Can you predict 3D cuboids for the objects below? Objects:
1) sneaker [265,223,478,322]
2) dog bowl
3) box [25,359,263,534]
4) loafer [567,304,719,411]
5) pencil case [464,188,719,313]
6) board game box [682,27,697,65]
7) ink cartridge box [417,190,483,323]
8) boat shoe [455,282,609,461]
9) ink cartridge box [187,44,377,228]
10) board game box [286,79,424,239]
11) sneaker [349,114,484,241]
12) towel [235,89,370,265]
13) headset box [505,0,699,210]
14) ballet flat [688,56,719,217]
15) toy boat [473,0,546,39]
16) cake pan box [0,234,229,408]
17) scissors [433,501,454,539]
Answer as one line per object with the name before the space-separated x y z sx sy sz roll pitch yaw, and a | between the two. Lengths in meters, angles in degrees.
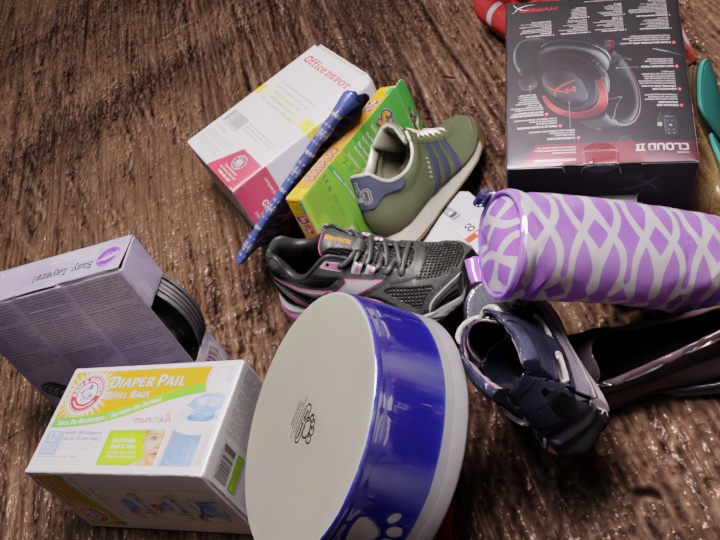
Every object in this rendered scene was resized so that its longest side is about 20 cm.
sneaker | 0.000 0.000 0.786 0.197 0.087 0.081 -9 47 25
dog bowl | -0.009 0.121 0.676 0.200 0.078 0.203 -42 38 45
box | -0.174 0.156 0.804 0.197 0.102 0.114 -6 47 27
loafer | 0.194 0.064 0.687 0.197 0.063 0.073 -14 45 21
pencil case | 0.179 -0.008 0.671 0.197 0.086 0.085 6 54 -16
board game box | 0.268 -0.230 0.912 0.103 0.019 0.202 -42 27 32
ink cartridge box | 0.037 -0.026 0.887 0.162 0.050 0.200 -38 44 -7
boat shoe | 0.106 0.045 0.674 0.075 0.092 0.200 -47 30 9
ink cartridge box | -0.080 -0.154 1.058 0.199 0.084 0.145 -39 41 -6
board game box | 0.006 -0.096 0.903 0.030 0.096 0.201 6 45 40
sneaker | 0.054 -0.112 0.881 0.067 0.090 0.201 -9 35 42
towel | -0.055 -0.098 0.929 0.201 0.024 0.145 -55 3 11
headset box | 0.193 -0.129 0.757 0.146 0.075 0.203 -2 59 10
ballet flat | 0.288 -0.108 0.804 0.072 0.068 0.202 -23 45 31
toy boat | 0.181 -0.324 1.000 0.131 0.130 0.200 -53 36 13
cake pan box | -0.249 0.063 0.879 0.197 0.185 0.053 -14 43 21
scissors | 0.068 0.177 0.700 0.072 0.014 0.201 4 52 38
